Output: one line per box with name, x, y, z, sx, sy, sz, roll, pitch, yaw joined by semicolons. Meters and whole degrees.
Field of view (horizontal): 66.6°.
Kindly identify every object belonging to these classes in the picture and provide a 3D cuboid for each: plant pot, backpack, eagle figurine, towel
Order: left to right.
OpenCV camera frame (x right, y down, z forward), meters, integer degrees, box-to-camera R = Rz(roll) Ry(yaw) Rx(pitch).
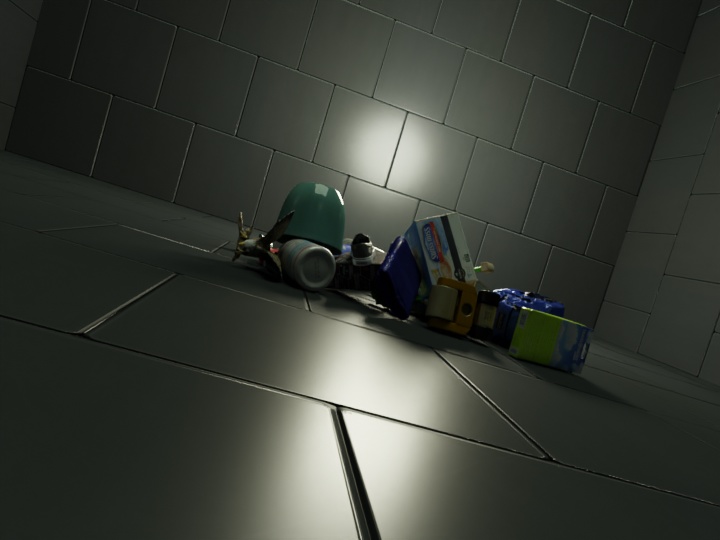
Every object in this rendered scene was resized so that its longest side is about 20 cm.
eagle figurine;-0.236;-0.062;1.363;0.198;0.153;0.151;1;31;33
plant pot;-0.131;-0.147;1.512;0.198;0.163;0.201;12;-8;2
towel;0.096;0.017;1.384;0.049;0.149;0.200;-15;22;26
backpack;0.429;0.130;1.504;0.199;0.165;0.167;22;9;41

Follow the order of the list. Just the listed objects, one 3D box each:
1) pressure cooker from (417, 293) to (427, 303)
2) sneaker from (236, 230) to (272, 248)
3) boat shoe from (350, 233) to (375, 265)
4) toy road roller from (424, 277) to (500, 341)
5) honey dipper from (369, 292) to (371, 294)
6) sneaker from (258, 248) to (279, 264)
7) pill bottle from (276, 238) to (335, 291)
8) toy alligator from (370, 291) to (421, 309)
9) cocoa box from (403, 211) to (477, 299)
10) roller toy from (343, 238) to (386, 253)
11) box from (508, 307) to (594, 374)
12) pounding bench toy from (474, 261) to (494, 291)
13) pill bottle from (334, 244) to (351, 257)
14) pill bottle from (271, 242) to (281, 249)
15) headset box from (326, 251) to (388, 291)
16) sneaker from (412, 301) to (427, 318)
pressure cooker;0.248;0.051;1.666;0.199;0.181;0.175;19;-2;45
sneaker;-0.299;-0.074;1.764;0.198;0.073;0.072;17;1;-27
boat shoe;0.002;-0.064;1.444;0.069;0.067;0.200;-3;13;5
toy road roller;0.248;0.105;1.399;0.197;0.125;0.146;17;-11;-14
honey dipper;0.001;0.047;1.731;0.198;0.039;0.038;15;1;42
sneaker;-0.207;-0.022;1.549;0.198;0.080;0.115;5;5;34
pill bottle;-0.146;-0.021;1.389;0.108;0.110;0.200;16;4;-27
toy alligator;0.066;0.077;1.473;0.197;0.060;0.054;11;43;25
cocoa box;0.214;-0.037;1.503;0.129;0.203;0.133;-12;-10;-12
roller toy;0.005;-0.028;1.875;0.198;0.142;0.182;22;-2;-28
box;0.468;0.173;1.344;0.198;0.124;0.048;16;2;-20
pounding bench toy;0.336;0.051;1.804;0.155;0.202;0.124;21;-5;41
pill bottle;-0.050;-0.025;1.690;0.198;0.114;0.112;3;11;-37
pill bottle;-0.179;-0.060;1.746;0.119;0.121;0.199;20;5;41
headset box;0.000;0.000;1.491;0.197;0.076;0.148;2;14;27
sneaker;0.238;0.104;1.554;0.197;0.089;0.075;16;5;-2
